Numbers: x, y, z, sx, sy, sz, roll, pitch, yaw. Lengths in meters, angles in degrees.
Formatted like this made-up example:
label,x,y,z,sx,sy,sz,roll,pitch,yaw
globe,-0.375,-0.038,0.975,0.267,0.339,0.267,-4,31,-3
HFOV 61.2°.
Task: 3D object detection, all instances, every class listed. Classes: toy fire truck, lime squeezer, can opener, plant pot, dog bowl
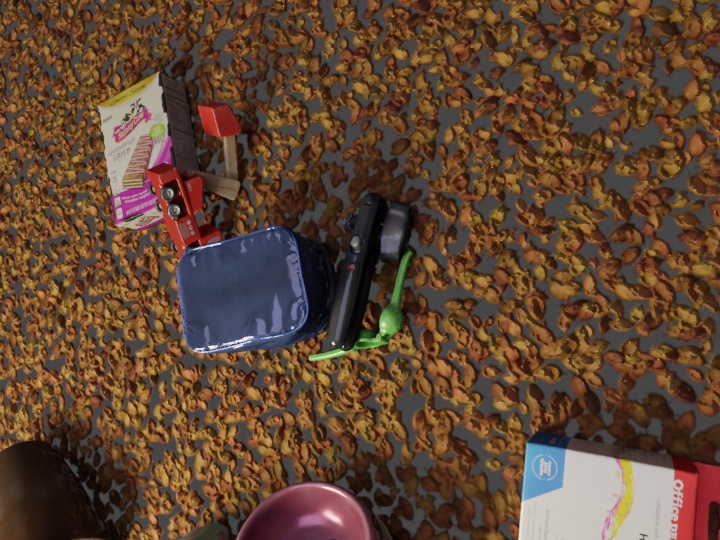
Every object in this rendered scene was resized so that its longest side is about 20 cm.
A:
label,x,y,z,sx,sy,sz,roll,pitch,yaw
toy fire truck,-0.219,-0.119,0.854,0.049,0.140,0.202,22,134,46
lime squeezer,0.011,0.066,0.764,0.200,0.038,0.071,-49,68,15
can opener,0.000,0.000,0.744,0.078,0.063,0.202,13,77,36
plant pot,-0.491,0.367,0.913,0.187,0.186,0.201,-46,54,14
dog bowl,-0.058,0.331,0.688,0.198,0.201,0.074,5,132,25

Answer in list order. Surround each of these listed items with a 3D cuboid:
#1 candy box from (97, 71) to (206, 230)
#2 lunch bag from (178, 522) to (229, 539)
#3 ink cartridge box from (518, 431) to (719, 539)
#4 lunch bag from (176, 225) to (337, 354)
label,x,y,z,sx,sy,sz,roll,pitch,yaw
candy box,-0.321,-0.179,0.930,0.135,0.061,0.202,-18,78,23
lunch bag,-0.245,0.427,0.761,0.121,0.170,0.201,30,90,14
ink cartridge box,0.267,0.242,0.611,0.198,0.067,0.118,4,87,25
lunch bag,-0.130,0.033,0.782,0.198,0.132,0.137,-12,79,18
